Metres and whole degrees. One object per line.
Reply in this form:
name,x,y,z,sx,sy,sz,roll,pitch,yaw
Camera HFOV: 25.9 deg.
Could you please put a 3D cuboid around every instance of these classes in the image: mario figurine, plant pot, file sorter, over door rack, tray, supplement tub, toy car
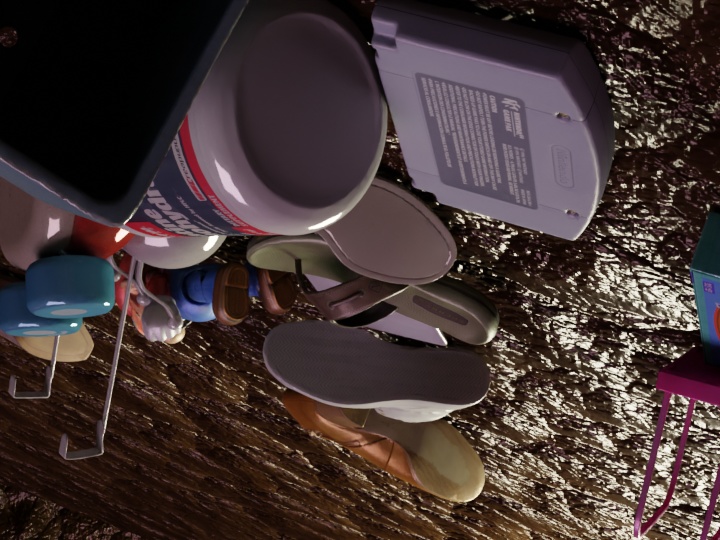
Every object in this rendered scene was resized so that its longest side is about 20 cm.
mario figurine,-0.143,0.034,1.375,0.123,0.107,0.199,33,159,-34
plant pot,-0.196,-0.154,0.844,0.195,0.197,0.200,33,166,-26
file sorter,0.298,0.143,1.060,0.199,0.126,0.139,15,-170,20
over door rack,-0.211,0.041,1.296,0.066,0.201,0.148,18,-174,-34
tray,0.000,0.000,1.257,0.107,0.022,0.200,14,159,26
supplement tub,-0.094,-0.090,0.951,0.199,0.141,0.140,0,150,48
toy car,-0.156,-0.053,1.143,0.199,0.186,0.177,1,169,-24

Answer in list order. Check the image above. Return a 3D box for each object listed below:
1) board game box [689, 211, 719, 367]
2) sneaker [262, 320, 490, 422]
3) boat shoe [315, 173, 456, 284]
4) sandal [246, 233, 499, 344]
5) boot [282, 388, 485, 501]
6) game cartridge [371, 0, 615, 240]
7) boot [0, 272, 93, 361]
board game box,0.310,0.038,0.972,0.199,0.045,0.152,15,160,22
sneaker,0.003,0.098,1.390,0.199,0.074,0.116,11,163,-10
boat shoe,-0.019,-0.056,1.114,0.199,0.073,0.063,25,-156,-20
sandal,0.006,0.018,1.177,0.200,0.058,0.080,21,160,6
boot,0.022,0.171,1.624,0.201,0.071,0.144,34,164,-19
game cartridge,0.083,-0.085,0.925,0.132,0.042,0.200,13,158,15
boot,-0.410,0.037,1.761,0.200,0.071,0.146,38,162,-34
